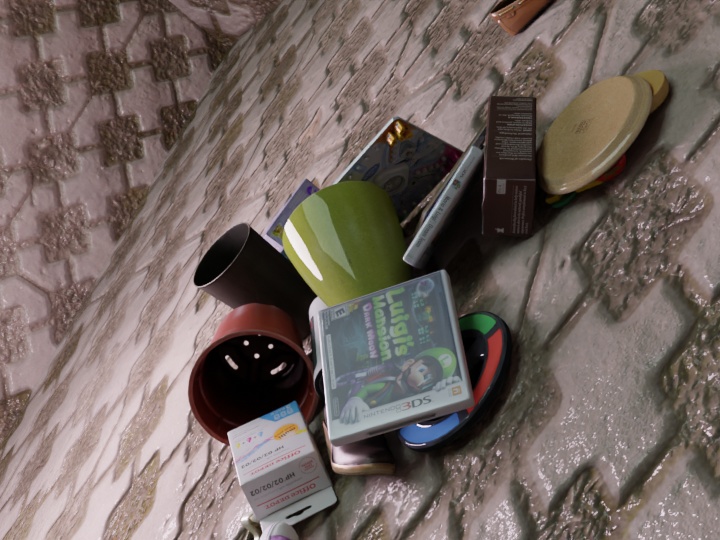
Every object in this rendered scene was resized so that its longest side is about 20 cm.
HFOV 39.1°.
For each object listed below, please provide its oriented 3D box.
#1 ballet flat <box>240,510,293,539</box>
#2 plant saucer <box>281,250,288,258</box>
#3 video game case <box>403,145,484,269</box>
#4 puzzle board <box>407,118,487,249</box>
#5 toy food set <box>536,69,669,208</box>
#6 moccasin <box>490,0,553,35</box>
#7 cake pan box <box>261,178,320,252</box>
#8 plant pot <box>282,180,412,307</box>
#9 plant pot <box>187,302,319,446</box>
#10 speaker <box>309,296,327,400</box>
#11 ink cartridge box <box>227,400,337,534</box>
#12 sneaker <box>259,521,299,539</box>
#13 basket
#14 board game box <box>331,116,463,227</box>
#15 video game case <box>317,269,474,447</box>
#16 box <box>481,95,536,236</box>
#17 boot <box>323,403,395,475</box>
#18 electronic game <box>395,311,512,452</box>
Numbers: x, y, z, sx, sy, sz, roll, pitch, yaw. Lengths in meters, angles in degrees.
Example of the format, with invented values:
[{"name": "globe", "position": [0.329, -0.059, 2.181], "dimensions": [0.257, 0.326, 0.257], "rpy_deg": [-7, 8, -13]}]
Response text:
[{"name": "ballet flat", "position": [-0.145, 0.374, 1.406], "dimensions": [0.067, 0.064, 0.200], "rpy_deg": [-26, 34, 48]}, {"name": "plant saucer", "position": [-0.099, -0.030, 1.940], "dimensions": [0.201, 0.039, 0.201], "rpy_deg": [-44, 23, 24]}, {"name": "video game case", "position": [0.124, -0.084, 1.466], "dimensions": [0.182, 0.024, 0.200], "rpy_deg": [-58, -7, 2]}, {"name": "puzzle board", "position": [0.138, -0.126, 1.543], "dimensions": [0.200, 0.017, 0.151], "rpy_deg": [-55, -7, -22]}, {"name": "toy food set", "position": [0.311, -0.178, 1.345], "dimensions": [0.198, 0.049, 0.200], "rpy_deg": [-21, 38, 52]}, {"name": "moccasin", "position": [0.313, -0.510, 1.787], "dimensions": [0.201, 0.078, 0.074], "rpy_deg": [-41, 25, 27]}, {"name": "cake pan box", "position": [-0.171, -0.066, 2.034], "dimensions": [0.200, 0.052, 0.184], "rpy_deg": [-47, 7, 46]}, {"name": "plant pot", "position": [0.000, 0.000, 1.532], "dimensions": [0.187, 0.187, 0.200], "rpy_deg": [-44, 48, 20]}, {"name": "plant pot", "position": [-0.168, 0.153, 1.630], "dimensions": [0.201, 0.201, 0.195], "rpy_deg": [-48, 15, 12]}, {"name": "speaker", "position": [-0.035, 0.114, 1.552], "dimensions": [0.081, 0.081, 0.200], "rpy_deg": [-45, 24, 19]}, {"name": "ink cartridge box", "position": [-0.113, 0.275, 1.428], "dimensions": [0.115, 0.068, 0.200], "rpy_deg": [-25, 23, -5]}, {"name": "sneaker", "position": [-0.062, 0.377, 1.244], "dimensions": [0.114, 0.073, 0.201], "rpy_deg": [-40, 36, 20]}, {"name": "basket", "position": [-0.168, 0.029, 1.777], "dimensions": [0.180, 0.200, 0.136], "rpy_deg": [-8, 48, 59]}, {"name": "board game box", "position": [0.053, -0.137, 1.616], "dimensions": [0.200, 0.200, 0.026], "rpy_deg": [-47, 55, 20]}, {"name": "video game case", "position": [0.038, 0.105, 1.260], "dimensions": [0.181, 0.023, 0.200], "rpy_deg": [-18, 49, 13]}, {"name": "box", "position": [0.208, -0.149, 1.413], "dimensions": [0.200, 0.075, 0.100], "rpy_deg": [-77, -12, -46]}, {"name": "boot", "position": [-0.004, 0.179, 1.330], "dimensions": [0.200, 0.072, 0.167], "rpy_deg": [177, 98, -71]}, {"name": "electronic game", "position": [0.114, 0.138, 1.276], "dimensions": [0.200, 0.042, 0.200], "rpy_deg": [-43, 24, 24]}]
